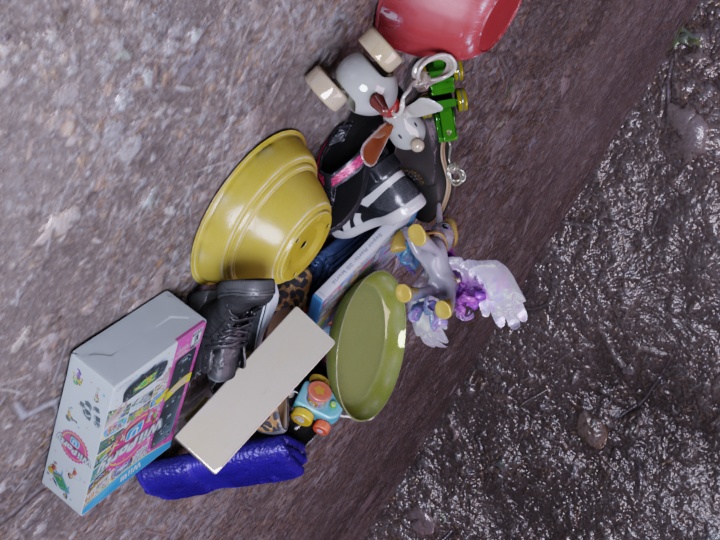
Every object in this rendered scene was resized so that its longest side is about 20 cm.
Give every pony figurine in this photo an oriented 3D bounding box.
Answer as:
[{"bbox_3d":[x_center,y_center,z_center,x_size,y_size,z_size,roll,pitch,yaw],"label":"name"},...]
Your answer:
[{"bbox_3d":[0.111,0.012,1.464,0.166,0.193,0.200,-18,-177,22],"label":"pony figurine"}]

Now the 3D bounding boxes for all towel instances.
[{"bbox_3d":[-0.174,0.258,1.426,0.200,0.050,0.148,-13,165,6],"label":"towel"},{"bbox_3d":[-0.013,-0.023,1.527,0.200,0.049,0.112,-42,175,-44],"label":"towel"}]

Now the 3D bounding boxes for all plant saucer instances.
[{"bbox_3d":[0.005,0.098,1.458,0.200,0.031,0.200,-24,118,-60],"label":"plant saucer"}]

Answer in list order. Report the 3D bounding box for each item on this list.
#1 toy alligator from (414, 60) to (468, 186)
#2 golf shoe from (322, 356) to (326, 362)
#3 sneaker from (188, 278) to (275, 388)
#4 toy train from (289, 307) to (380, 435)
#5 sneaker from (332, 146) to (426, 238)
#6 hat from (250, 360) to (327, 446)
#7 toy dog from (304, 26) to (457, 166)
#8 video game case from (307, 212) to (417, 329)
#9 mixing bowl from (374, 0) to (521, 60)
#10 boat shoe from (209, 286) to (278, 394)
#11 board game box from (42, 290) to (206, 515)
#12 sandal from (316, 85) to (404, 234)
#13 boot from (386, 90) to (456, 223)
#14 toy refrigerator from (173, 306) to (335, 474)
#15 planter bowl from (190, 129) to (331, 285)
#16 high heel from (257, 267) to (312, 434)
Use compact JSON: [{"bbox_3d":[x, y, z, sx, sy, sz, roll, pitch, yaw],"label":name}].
[{"bbox_3d":[0.107,-0.211,1.437,0.054,0.059,0.200,-106,-175,-74],"label":"toy alligator"},{"bbox_3d":[-0.058,0.094,1.661,0.092,0.073,0.200,-104,-147,-64],"label":"golf shoe"},{"bbox_3d":[-0.141,0.070,1.180,0.060,0.104,0.200,-1,172,-31],"label":"sneaker"},{"bbox_3d":[-0.057,0.121,1.509,0.150,0.200,0.056,-20,155,-24],"label":"toy train"},{"bbox_3d":[0.000,-0.109,1.394,0.073,0.112,0.200,-36,-169,-28],"label":"sneaker"},{"bbox_3d":[-0.129,0.189,1.551,0.201,0.201,0.081,-53,124,-12],"label":"hat"},{"bbox_3d":[0.033,-0.174,1.188,0.200,0.096,0.132,8,132,-47],"label":"toy dog"},{"bbox_3d":[0.000,0.000,1.456,0.200,0.018,0.143,-46,169,-25],"label":"video game case"},{"bbox_3d":[0.116,-0.314,1.254,0.200,0.108,0.200,-49,164,-20],"label":"mixing bowl"},{"bbox_3d":[-0.159,0.086,1.332,0.071,0.072,0.200,-19,137,-43],"label":"boat shoe"},{"bbox_3d":[-0.247,0.138,1.158,0.148,0.064,0.200,-37,157,-49],"label":"board game box"},{"bbox_3d":[-0.016,-0.139,1.293,0.200,0.075,0.045,-64,151,-3],"label":"sandal"},{"bbox_3d":[0.061,-0.135,1.507,0.138,0.077,0.200,-36,135,-41],"label":"boot"},{"bbox_3d":[-0.124,0.135,1.270,0.200,0.070,0.076,-48,-178,-13],"label":"toy refrigerator"},{"bbox_3d":[-0.090,-0.047,1.216,0.200,0.083,0.200,-51,164,-20],"label":"planter bowl"},{"bbox_3d":[-0.090,0.104,1.401,0.071,0.143,0.200,27,99,-48],"label":"high heel"}]
